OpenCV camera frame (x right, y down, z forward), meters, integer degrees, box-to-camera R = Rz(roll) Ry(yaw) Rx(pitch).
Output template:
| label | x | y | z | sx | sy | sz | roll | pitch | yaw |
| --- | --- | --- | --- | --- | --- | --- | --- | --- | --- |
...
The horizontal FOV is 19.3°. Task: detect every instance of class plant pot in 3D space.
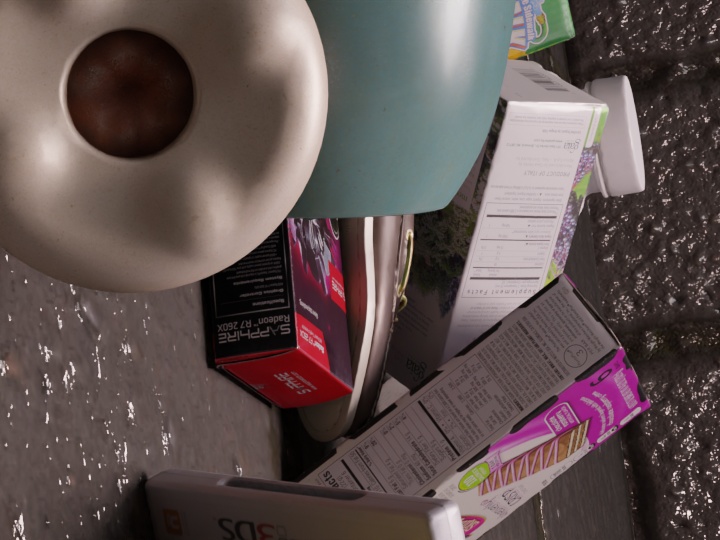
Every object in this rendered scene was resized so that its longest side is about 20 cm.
| label | x | y | z | sx | sy | sz | roll | pitch | yaw |
| --- | --- | --- | --- | --- | --- | --- | --- | --- | --- |
| plant pot | -0.021 | -0.109 | 1.011 | 0.201 | 0.200 | 0.161 | -33 | 124 | -77 |

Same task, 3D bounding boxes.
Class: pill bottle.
| label | x | y | z | sx | sy | sz | roll | pitch | yaw |
| --- | --- | --- | --- | --- | --- | --- | --- | --- | --- |
| pill bottle | 0.095 | -0.080 | 1.494 | 0.111 | 0.200 | 0.111 | -9 | 90 | -78 |

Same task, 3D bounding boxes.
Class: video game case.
| label | x | y | z | sx | sy | sz | roll | pitch | yaw |
| --- | --- | --- | --- | --- | --- | --- | --- | --- | --- |
| video game case | -0.011 | 0.187 | 0.899 | 0.022 | 0.182 | 0.200 | -20 | 104 | -41 |

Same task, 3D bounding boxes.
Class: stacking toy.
| label | x | y | z | sx | sy | sz | roll | pitch | yaw |
| --- | --- | --- | --- | --- | --- | --- | --- | --- | --- |
| stacking toy | -0.095 | -0.073 | 0.853 | 0.200 | 0.146 | 0.146 | -143 | -137 | -80 |

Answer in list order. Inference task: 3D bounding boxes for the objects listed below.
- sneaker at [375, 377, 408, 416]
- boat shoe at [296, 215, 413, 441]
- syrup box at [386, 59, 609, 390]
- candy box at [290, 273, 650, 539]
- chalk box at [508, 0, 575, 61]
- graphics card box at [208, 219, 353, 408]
| label | x | y | z | sx | sy | sz | roll | pitch | yaw |
| --- | --- | --- | --- | --- | --- | --- | --- | --- | --- |
| sneaker | 0.039 | 0.139 | 1.429 | 0.200 | 0.075 | 0.089 | -64 | 157 | -60 |
| boat shoe | 0.000 | 0.000 | 1.230 | 0.059 | 0.072 | 0.201 | 9 | 79 | -42 |
| syrup box | 0.073 | -0.022 | 1.286 | 0.079 | 0.081 | 0.200 | 38 | -59 | 49 |
| candy box | 0.066 | 0.101 | 1.230 | 0.061 | 0.200 | 0.136 | 53 | 1 | 23 |
| chalk box | 0.052 | -0.199 | 1.310 | 0.125 | 0.200 | 0.124 | -118 | -170 | -56 |
| graphics card box | -0.048 | -0.036 | 1.150 | 0.125 | 0.051 | 0.200 | 46 | 36 | -70 |
